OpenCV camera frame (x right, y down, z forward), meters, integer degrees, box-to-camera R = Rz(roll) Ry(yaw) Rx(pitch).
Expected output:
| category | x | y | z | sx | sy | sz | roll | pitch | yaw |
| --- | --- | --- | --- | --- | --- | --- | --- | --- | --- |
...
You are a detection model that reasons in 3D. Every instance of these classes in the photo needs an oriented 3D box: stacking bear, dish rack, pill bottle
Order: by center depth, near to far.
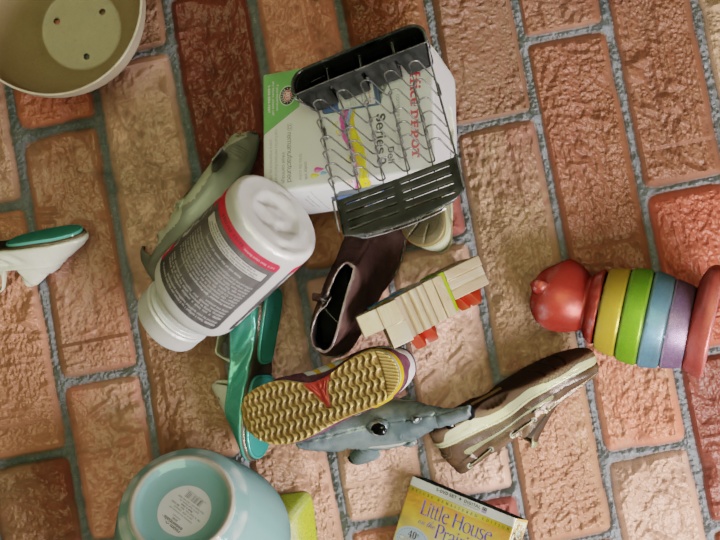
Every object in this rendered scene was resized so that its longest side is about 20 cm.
| category | x | y | z | sx | sy | sz | roll | pitch | yaw |
| --- | --- | --- | --- | --- | --- | --- | --- | --- | --- |
| dish rack | 0.021 | -0.135 | 1.357 | 0.152 | 0.055 | 0.201 | -20 | 61 | 15 |
| pill bottle | -0.148 | -0.001 | 1.423 | 0.200 | 0.111 | 0.111 | -42 | 85 | 31 |
| stacking bear | 0.283 | 0.042 | 1.459 | 0.199 | 0.122 | 0.114 | 12 | 73 | 14 |

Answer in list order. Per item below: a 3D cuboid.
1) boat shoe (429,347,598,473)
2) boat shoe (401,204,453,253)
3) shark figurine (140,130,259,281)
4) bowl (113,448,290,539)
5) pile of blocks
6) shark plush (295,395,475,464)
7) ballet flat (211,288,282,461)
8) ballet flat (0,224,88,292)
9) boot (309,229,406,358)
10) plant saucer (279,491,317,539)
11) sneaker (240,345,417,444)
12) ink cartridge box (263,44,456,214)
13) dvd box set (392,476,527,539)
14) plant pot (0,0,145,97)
| category | x | y | z | sx | sy | sz | roll | pitch | yaw |
| --- | --- | --- | --- | --- | --- | --- | --- | --- | --- |
| boat shoe | 0.178 | 0.158 | 1.481 | 0.201 | 0.075 | 0.075 | -28 | 99 | 8 |
| boat shoe | 0.069 | -0.120 | 1.504 | 0.073 | 0.063 | 0.202 | -15 | 75 | 19 |
| shark figurine | -0.165 | -0.056 | 1.482 | 0.089 | 0.128 | 0.215 | 37 | 91 | -6 |
| bowl | -0.180 | 0.270 | 1.428 | 0.199 | 0.105 | 0.202 | -4 | 54 | 5 |
| pile of blocks | 0.064 | 0.047 | 1.444 | 0.082 | 0.199 | 0.063 | -22 | 93 | 47 |
| shark plush | 0.030 | 0.176 | 1.448 | 0.199 | 0.083 | 0.092 | 3 | 92 | 29 |
| ballet flat | -0.131 | 0.111 | 1.505 | 0.070 | 0.067 | 0.202 | 4 | 87 | 28 |
| ballet flat | -0.399 | -0.009 | 1.525 | 0.198 | 0.069 | 0.070 | -7 | 87 | 7 |
| boot | 0.000 | 0.000 | 1.443 | 0.072 | 0.166 | 0.201 | 21 | 87 | 4 |
| plant saucer | -0.142 | 0.360 | 1.493 | 0.198 | 0.048 | 0.201 | -8 | 87 | 3 |
| sneaker | -0.031 | 0.134 | 1.437 | 0.199 | 0.090 | 0.075 | -18 | 85 | 23 |
| ink cartridge box | -0.001 | -0.149 | 1.454 | 0.199 | 0.087 | 0.146 | -6 | 73 | 18 |
| dvd box set | 0.088 | 0.341 | 1.453 | 0.146 | 0.029 | 0.201 | 17 | 88 | 39 |
| plant pot | -0.326 | -0.282 | 1.493 | 0.199 | 0.134 | 0.202 | 0 | 87 | 4 |
